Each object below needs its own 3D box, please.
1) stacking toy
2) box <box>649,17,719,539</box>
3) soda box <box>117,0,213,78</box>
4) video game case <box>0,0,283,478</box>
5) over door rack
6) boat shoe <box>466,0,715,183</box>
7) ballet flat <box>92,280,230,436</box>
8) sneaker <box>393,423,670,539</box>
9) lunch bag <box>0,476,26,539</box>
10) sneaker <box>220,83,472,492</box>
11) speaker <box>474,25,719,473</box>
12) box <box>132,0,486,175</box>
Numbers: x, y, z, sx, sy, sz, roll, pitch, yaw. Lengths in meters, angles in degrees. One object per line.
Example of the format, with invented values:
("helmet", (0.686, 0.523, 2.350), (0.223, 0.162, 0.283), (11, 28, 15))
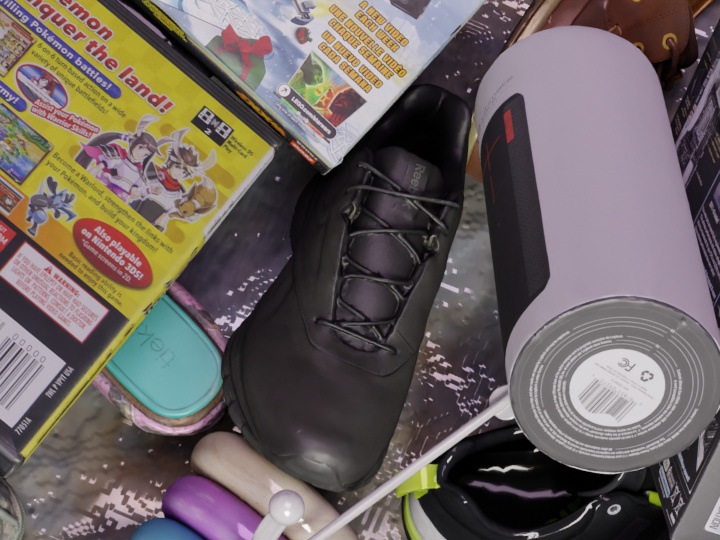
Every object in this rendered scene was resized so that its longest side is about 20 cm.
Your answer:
("stacking toy", (-0.089, 0.162, 1.149), (0.085, 0.085, 0.200), (38, 75, 8))
("box", (0.155, -0.005, 1.144), (0.050, 0.158, 0.200), (17, 25, -13))
("soda box", (-0.044, -0.132, 1.242), (0.200, 0.071, 0.063), (-35, 96, -7))
("video game case", (-0.158, -0.049, 1.146), (0.200, 0.026, 0.181), (40, 62, -3))
("over door rack", (0.033, 0.134, 1.084), (0.200, 0.067, 0.148), (-32, 69, -15))
("boat shoe", (0.115, -0.108, 1.275), (0.068, 0.072, 0.200), (36, 67, 9))
("ballet flat", (-0.126, -0.009, 1.208), (0.069, 0.071, 0.200), (-41, 88, -15))
("sneaker", (0.112, 0.094, 1.191), (0.200, 0.083, 0.072), (-3, 70, -8))
("lunch bag", (-0.233, 0.078, 1.112), (0.200, 0.168, 0.139), (38, 70, 9))
("sneaker", (0.000, 0.000, 1.178), (0.076, 0.091, 0.200), (22, 45, -11))
("speaker", (0.090, -0.013, 1.138), (0.081, 0.081, 0.200), (4, 34, -5))
("box", (-0.041, -0.156, 1.185), (0.200, 0.040, 0.137), (43, 82, -3))
